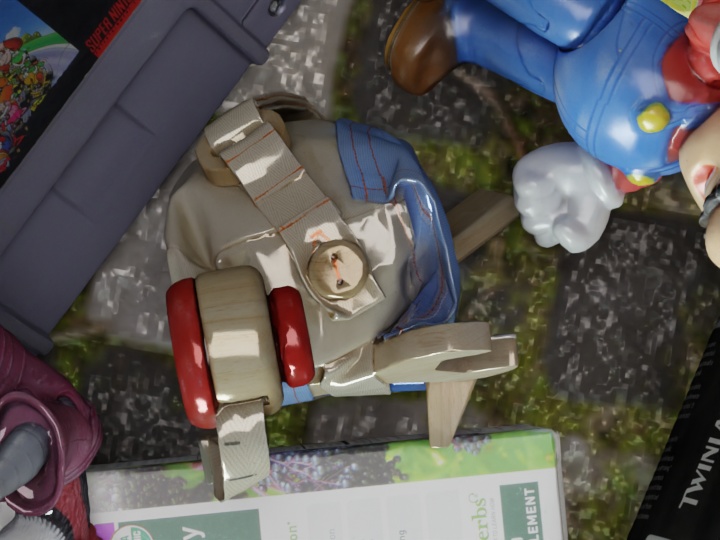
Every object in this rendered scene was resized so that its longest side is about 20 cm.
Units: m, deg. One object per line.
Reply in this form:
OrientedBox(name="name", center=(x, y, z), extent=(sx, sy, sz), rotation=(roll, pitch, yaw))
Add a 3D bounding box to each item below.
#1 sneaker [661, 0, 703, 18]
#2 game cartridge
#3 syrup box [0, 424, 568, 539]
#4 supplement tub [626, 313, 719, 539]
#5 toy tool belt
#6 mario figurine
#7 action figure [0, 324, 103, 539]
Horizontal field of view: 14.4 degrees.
OrientedBox(name="sneaker", center=(0.109, -0.085, 1.011), extent=(0.200, 0.078, 0.090), rotation=(44, 89, 9))
OrientedBox(name="game cartridge", center=(-0.110, -0.054, 0.976), extent=(0.038, 0.130, 0.200), rotation=(36, 88, 33))
OrientedBox(name="syrup box", center=(-0.030, 0.102, 0.996), extent=(0.199, 0.081, 0.079), rotation=(-5, 89, -4))
OrientedBox(name="supplement tub", center=(0.161, 0.081, 0.979), extent=(0.122, 0.123, 0.201), rotation=(23, 82, -2))
OrientedBox(name="toy tool belt", center=(0.000, 0.000, 0.941), extent=(0.122, 0.200, 0.126), rotation=(-10, 100, -1))
OrientedBox(name="mario figurine", center=(0.094, -0.045, 0.922), extent=(0.199, 0.123, 0.106), rotation=(27, 96, 17))
OrientedBox(name="action figure", center=(-0.140, 0.027, 0.907), extent=(0.200, 0.134, 0.149), rotation=(46, 59, -31))
